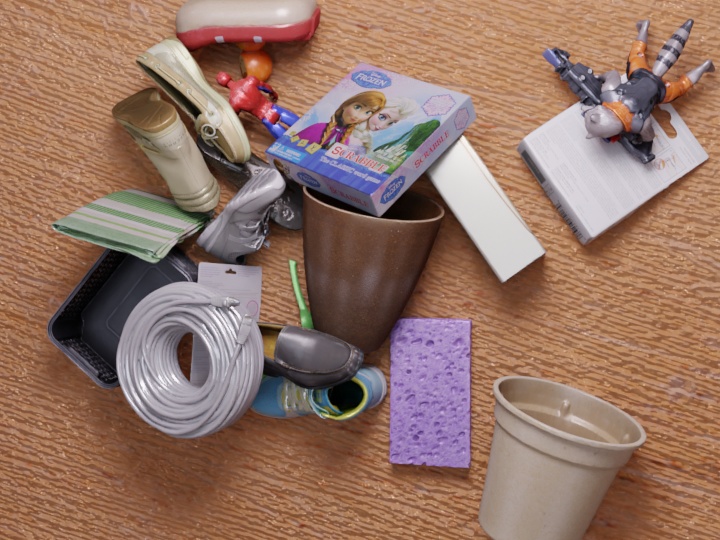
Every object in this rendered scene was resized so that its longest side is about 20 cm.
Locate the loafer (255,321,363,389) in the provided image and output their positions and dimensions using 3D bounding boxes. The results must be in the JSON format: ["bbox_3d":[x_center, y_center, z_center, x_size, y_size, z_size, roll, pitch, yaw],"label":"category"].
[{"bbox_3d":[-0.086,0.105,1.363,0.199,0.072,0.073,1,57,39],"label":"loafer"}]

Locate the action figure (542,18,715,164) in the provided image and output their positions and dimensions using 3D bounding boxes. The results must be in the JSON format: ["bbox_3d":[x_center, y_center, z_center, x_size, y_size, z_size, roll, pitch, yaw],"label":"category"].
[{"bbox_3d":[0.339,-0.249,1.353,0.200,0.105,0.194,40,70,0],"label":"action figure"}]

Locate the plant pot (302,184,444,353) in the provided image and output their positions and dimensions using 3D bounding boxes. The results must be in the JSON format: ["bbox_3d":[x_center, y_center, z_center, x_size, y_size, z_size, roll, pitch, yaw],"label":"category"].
[{"bbox_3d":[0.000,0.000,1.397,0.186,0.187,0.201,14,108,9],"label":"plant pot"}]

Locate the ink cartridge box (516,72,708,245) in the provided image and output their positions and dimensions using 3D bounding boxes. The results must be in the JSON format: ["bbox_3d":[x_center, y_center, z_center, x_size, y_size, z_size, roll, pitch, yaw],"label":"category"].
[{"bbox_3d":[0.334,-0.155,1.409,0.200,0.057,0.163,-33,84,-13],"label":"ink cartridge box"}]

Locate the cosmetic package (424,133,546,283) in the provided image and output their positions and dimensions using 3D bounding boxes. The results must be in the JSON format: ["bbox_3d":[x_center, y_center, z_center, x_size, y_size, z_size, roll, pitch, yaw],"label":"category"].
[{"bbox_3d":[0.160,-0.084,1.398,0.073,0.104,0.200,-36,85,6],"label":"cosmetic package"}]

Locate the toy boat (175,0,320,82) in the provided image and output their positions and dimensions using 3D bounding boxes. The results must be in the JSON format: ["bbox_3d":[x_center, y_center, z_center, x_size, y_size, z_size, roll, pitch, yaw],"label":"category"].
[{"bbox_3d":[-0.154,-0.320,1.456,0.199,0.131,0.131,2,119,9],"label":"toy boat"}]

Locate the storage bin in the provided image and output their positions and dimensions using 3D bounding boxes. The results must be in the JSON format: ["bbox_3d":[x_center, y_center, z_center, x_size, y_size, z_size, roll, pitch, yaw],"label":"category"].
[{"bbox_3d":[-0.321,0.052,1.480,0.135,0.094,0.200,40,96,7],"label":"storage bin"}]

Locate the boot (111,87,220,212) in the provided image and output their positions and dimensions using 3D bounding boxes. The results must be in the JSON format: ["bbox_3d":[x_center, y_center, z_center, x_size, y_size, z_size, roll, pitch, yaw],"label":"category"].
[{"bbox_3d":[-0.267,-0.167,1.469,0.073,0.200,0.156,-36,122,-13],"label":"boot"}]

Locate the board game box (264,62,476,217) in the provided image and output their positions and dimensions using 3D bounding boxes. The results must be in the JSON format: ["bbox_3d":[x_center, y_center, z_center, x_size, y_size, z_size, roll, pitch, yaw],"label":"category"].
[{"bbox_3d":[0.012,-0.175,1.365,0.200,0.041,0.200,25,61,38],"label":"board game box"}]

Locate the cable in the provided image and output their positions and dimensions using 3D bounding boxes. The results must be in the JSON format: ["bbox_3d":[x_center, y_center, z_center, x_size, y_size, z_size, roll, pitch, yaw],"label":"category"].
[{"bbox_3d":[-0.220,0.114,1.366,0.199,0.069,0.201,14,100,24],"label":"cable"}]

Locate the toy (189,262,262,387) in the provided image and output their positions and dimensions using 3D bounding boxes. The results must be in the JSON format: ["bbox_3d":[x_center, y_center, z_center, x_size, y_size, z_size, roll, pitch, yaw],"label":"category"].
[{"bbox_3d":[-0.197,0.092,1.465,0.047,0.115,0.201,0,87,41],"label":"toy"}]

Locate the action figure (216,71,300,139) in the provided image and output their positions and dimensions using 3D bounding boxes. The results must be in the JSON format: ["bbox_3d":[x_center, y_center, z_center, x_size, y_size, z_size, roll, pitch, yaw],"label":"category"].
[{"bbox_3d":[-0.119,-0.210,1.471,0.200,0.099,0.065,37,92,-15],"label":"action figure"}]

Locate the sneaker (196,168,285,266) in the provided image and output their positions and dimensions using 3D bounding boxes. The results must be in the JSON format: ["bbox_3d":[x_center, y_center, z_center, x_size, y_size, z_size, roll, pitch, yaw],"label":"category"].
[{"bbox_3d":[-0.145,-0.069,1.433,0.082,0.200,0.075,42,52,-7],"label":"sneaker"}]

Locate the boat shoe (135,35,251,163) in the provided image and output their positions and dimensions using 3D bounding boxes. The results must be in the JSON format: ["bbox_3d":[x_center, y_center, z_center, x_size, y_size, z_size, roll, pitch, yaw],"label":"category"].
[{"bbox_3d":[-0.223,-0.221,1.427,0.063,0.073,0.201,-35,91,-21],"label":"boat shoe"}]

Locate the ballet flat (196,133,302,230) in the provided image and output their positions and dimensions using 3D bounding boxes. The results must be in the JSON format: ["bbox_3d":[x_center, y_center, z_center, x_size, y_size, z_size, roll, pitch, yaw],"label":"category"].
[{"bbox_3d":[-0.151,-0.127,1.483,0.200,0.046,0.067,39,73,2],"label":"ballet flat"}]

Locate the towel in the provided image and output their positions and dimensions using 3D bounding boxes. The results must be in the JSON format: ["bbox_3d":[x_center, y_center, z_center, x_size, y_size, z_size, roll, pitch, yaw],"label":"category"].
[{"bbox_3d":[-0.299,-0.065,1.427,0.152,0.200,0.023,17,112,10],"label":"towel"}]

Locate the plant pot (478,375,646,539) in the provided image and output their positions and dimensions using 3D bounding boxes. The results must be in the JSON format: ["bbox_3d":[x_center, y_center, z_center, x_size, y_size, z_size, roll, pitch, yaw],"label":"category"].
[{"bbox_3d":[0.240,0.260,1.350,0.200,0.200,0.184,18,103,9],"label":"plant pot"}]

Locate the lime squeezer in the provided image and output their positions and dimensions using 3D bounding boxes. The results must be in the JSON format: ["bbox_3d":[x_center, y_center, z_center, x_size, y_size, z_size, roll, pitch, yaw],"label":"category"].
[{"bbox_3d":[-0.103,0.089,1.461,0.070,0.038,0.201,23,81,-9],"label":"lime squeezer"}]

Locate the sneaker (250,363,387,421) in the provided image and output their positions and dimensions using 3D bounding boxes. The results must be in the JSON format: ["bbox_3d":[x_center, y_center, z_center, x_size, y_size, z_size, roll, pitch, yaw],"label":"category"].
[{"bbox_3d":[-0.071,0.164,1.419,0.199,0.131,0.080,-9,88,11],"label":"sneaker"}]

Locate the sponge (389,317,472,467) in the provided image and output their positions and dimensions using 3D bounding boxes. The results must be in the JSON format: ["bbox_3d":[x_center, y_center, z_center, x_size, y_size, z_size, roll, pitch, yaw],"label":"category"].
[{"bbox_3d":[0.096,0.165,1.443,0.111,0.030,0.201,1,90,9],"label":"sponge"}]
